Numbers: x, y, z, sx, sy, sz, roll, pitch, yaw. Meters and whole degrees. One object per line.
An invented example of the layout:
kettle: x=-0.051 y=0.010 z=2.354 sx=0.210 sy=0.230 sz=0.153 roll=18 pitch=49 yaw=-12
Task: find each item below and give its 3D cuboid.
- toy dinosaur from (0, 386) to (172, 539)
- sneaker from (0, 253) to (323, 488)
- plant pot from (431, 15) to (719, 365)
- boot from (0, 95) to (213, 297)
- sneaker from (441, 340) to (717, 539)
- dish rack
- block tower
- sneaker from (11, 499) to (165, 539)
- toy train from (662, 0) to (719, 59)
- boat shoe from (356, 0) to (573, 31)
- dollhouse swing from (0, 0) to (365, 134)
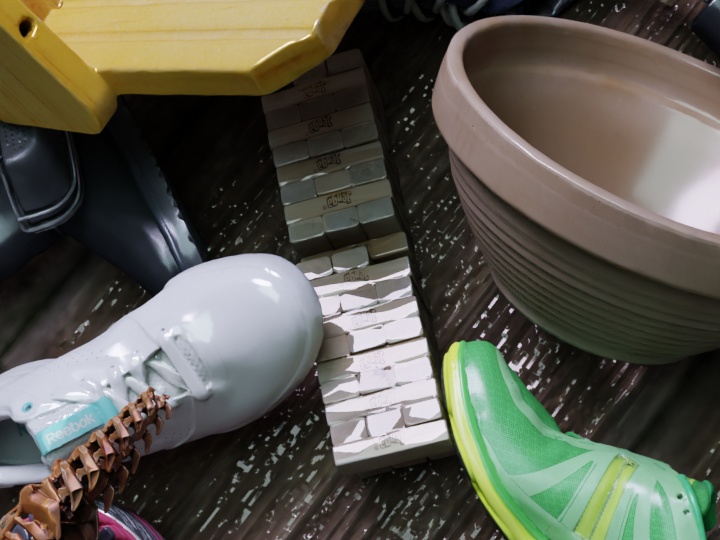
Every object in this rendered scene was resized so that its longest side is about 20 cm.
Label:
toy dinosaur: x=-0.127 y=0.147 z=0.701 sx=0.135 sy=0.102 sz=0.201 roll=29 pitch=118 yaw=32
sneaker: x=-0.108 y=0.058 z=0.780 sx=0.199 sy=0.088 sz=0.075 roll=-26 pitch=93 yaw=25
plant pot: x=0.116 y=-0.025 z=0.759 sx=0.201 sy=0.201 sz=0.093 roll=34 pitch=120 yaw=23
boot: x=-0.183 y=0.001 z=0.860 sx=0.200 sy=0.066 sz=0.165 roll=-30 pitch=55 yaw=-3
sneaker: x=0.107 y=0.106 z=0.748 sx=0.083 sy=0.074 sz=0.200 roll=-38 pitch=74 yaw=0
dish rack: x=-0.244 y=-0.072 z=0.838 sx=0.199 sy=0.055 sz=0.154 roll=-17 pitch=57 yaw=-1
block tower: x=0.000 y=0.000 z=0.823 sx=0.054 sy=0.058 sz=0.201 roll=-15 pitch=64 yaw=8
sneaker: x=-0.071 y=0.179 z=0.765 sx=0.081 sy=0.075 sz=0.200 roll=-39 pitch=78 yaw=13
toy train: x=0.129 y=-0.154 z=0.810 sx=0.200 sy=0.046 sz=0.034 roll=45 pitch=125 yaw=5
boat shoe: x=0.033 y=-0.147 z=0.862 sx=0.200 sy=0.075 sz=0.093 roll=-31 pitch=71 yaw=2
dollhouse swing: x=-0.095 y=-0.182 z=0.752 sx=0.175 sy=0.182 sz=0.200 roll=-8 pitch=45 yaw=50
